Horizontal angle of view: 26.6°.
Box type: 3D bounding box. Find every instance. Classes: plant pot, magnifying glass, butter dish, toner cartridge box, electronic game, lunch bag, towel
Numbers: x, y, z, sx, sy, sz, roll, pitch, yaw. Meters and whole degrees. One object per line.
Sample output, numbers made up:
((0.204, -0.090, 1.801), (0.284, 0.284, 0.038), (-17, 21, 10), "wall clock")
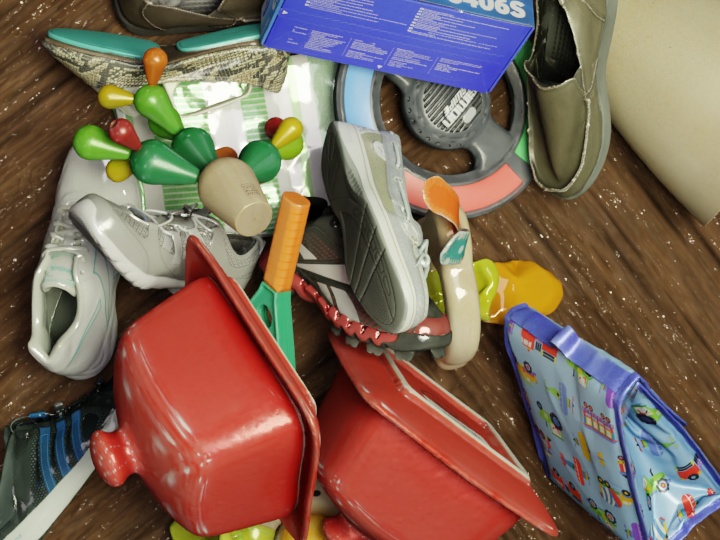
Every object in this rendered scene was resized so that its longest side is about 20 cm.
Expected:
((0.272, -0.173, 1.289), (0.200, 0.187, 0.187), (40, 82, 7), "plant pot")
((-0.072, 0.030, 1.227), (0.022, 0.080, 0.200), (-10, 126, -40), "magnifying glass")
((-0.130, 0.114, 1.132), (0.148, 0.200, 0.199), (-24, 61, -22), "butter dish")
((0.029, -0.202, 1.217), (0.200, 0.095, 0.043), (10, 58, -17), "toner cartridge box")
((0.028, 0.166, 1.216), (0.200, 0.199, 0.148), (38, 94, -16), "butter dish")
((0.073, -0.142, 1.298), (0.200, 0.042, 0.200), (1, 88, -18), "electronic game")
((0.190, 0.116, 1.227), (0.094, 0.151, 0.200), (-40, 128, -10), "lunch bag")
((-0.099, -0.098, 1.283), (0.200, 0.023, 0.153), (-10, 90, -10), "towel")

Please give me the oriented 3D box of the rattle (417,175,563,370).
((0.111, -0.009, 1.231), (0.143, 0.200, 0.130), (4, 50, -2), "rattle")

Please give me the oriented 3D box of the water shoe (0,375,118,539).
((-0.247, 0.139, 1.227), (0.079, 0.072, 0.200), (37, 82, -6), "water shoe")

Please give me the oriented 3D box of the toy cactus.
((-0.112, -0.090, 1.172), (0.200, 0.165, 0.102), (8, 119, -41), "toy cactus")

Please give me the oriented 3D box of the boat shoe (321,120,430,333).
((0.021, -0.038, 1.159), (0.065, 0.202, 0.074), (-1, 134, -19), "boat shoe")

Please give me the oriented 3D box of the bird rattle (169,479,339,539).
((-0.052, 0.253, 1.250), (0.163, 0.113, 0.200), (-42, 99, -26), "bird rattle")

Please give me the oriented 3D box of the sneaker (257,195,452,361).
((0.000, 0.000, 1.213), (0.071, 0.200, 0.098), (-1, 115, -46), "sneaker")

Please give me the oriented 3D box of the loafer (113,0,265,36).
((-0.102, -0.232, 1.259), (0.200, 0.071, 0.073), (-14, 91, -10), "loafer")

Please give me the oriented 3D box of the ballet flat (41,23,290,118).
((-0.155, -0.159, 1.237), (0.200, 0.068, 0.075), (-4, 113, -13), "ballet flat")

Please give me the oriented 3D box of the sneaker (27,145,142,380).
((-0.223, -0.012, 1.223), (0.070, 0.080, 0.200), (5, 86, 13), "sneaker")

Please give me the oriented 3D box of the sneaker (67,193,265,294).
((-0.151, -0.029, 1.198), (0.075, 0.200, 0.082), (42, 97, 31), "sneaker")

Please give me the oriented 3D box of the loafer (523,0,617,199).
((0.160, -0.152, 1.248), (0.070, 0.075, 0.200), (-20, 119, -40), "loafer")
